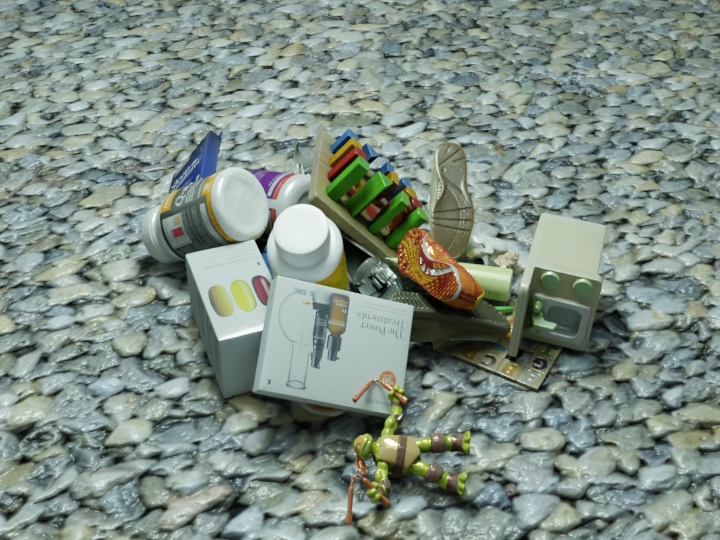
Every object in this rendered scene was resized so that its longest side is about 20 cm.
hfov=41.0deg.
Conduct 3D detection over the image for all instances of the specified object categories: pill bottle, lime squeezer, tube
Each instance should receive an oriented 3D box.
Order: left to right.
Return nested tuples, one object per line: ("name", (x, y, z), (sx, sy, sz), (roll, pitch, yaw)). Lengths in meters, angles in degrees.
("pill bottle", (-0.247, -0.080, 1.510), (0.197, 0.118, 0.117), (-16, 25, 37))
("pill bottle", (-0.160, -0.108, 1.590), (0.197, 0.114, 0.112), (11, 36, 37))
("pill bottle", (-0.074, -0.008, 1.375), (0.107, 0.201, 0.111), (-1, 62, 3))
("lime squeezer", (0.132, 0.054, 1.474), (0.196, 0.039, 0.071), (12, 7, 14))
("tube", (0.138, 0.008, 1.502), (0.196, 0.059, 0.052), (8, 30, 13))

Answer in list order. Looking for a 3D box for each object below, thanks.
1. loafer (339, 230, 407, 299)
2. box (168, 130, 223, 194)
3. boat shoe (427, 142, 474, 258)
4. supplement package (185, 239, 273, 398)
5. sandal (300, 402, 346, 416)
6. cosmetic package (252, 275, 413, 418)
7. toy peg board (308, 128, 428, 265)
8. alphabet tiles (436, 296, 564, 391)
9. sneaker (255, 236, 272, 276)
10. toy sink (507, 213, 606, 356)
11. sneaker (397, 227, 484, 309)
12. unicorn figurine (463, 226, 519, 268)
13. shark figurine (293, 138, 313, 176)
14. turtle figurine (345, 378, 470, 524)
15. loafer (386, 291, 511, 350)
("loafer", (0.000, 0.000, 1.505), (0.072, 0.063, 0.200), (-41, 47, -10))
("box", (-0.291, -0.162, 1.678), (0.032, 0.121, 0.202), (33, 30, -23))
("boat shoe", (0.141, -0.104, 1.549), (0.070, 0.065, 0.204), (3, 65, -6))
("supplement package", (-0.174, 0.066, 1.391), (0.112, 0.111, 0.201), (-13, 40, -17))
("sandal", (-0.040, 0.118, 1.369), (0.077, 0.060, 0.208), (5, 38, 7))
("cosmetic package", (-0.034, 0.104, 1.287), (0.196, 0.052, 0.154), (12, 77, -15))
("toy peg board", (0.024, -0.139, 1.576), (0.199, 0.097, 0.201), (39, 30, -24))
("alphabet tiles", (0.206, 0.092, 1.451), (0.197, 0.008, 0.167), (21, 43, 22))
("sneaker", (-0.112, -0.004, 1.509), (0.197, 0.080, 0.066), (23, 41, 23))
("toy sink", (0.295, 0.031, 1.419), (0.110, 0.133, 0.201), (12, 36, 13))
("sneaker", (0.113, 0.002, 1.424), (0.076, 0.074, 0.201), (25, 17, -34))
("unicorn figurine", (0.176, -0.052, 1.590), (0.199, 0.075, 0.137), (39, 43, 19))
("shark figurine", (-0.086, -0.140, 1.703), (0.088, 0.130, 0.215), (19, 16, -16))
("turtle figurine", (0.055, 0.241, 1.214), (0.158, 0.065, 0.203), (10, 52, 4))
("loafer", (0.125, 0.077, 1.411), (0.196, 0.069, 0.076), (10, 26, -14))
